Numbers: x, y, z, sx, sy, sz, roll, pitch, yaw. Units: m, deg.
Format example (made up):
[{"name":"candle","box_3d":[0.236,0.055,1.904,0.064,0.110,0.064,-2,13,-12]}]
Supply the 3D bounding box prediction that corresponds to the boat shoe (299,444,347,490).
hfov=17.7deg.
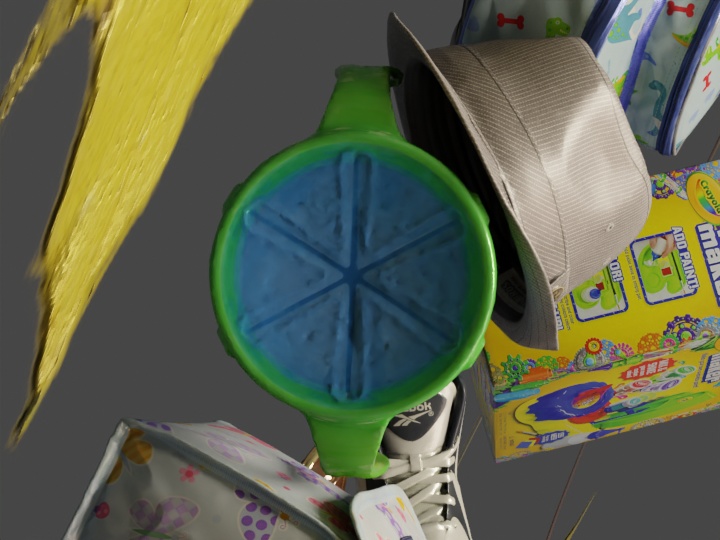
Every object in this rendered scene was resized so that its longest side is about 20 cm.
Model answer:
[{"name":"boat shoe","box_3d":[-0.033,0.191,1.516,0.072,0.067,0.201,-47,161,-44]}]

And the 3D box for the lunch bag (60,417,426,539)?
[{"name":"lunch bag","box_3d":[-0.033,0.158,1.162,0.128,0.199,0.170,-61,166,2]}]

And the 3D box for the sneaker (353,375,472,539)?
[{"name":"sneaker","box_3d":[0.033,0.129,1.495,0.200,0.079,0.130,-95,-179,-46]}]

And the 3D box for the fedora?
[{"name":"fedora","box_3d":[0.086,-0.056,1.164,0.090,0.177,0.200,-25,144,-8]}]

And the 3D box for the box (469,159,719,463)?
[{"name":"box","box_3d":[0.170,0.032,1.618,0.192,0.123,0.200,-14,160,0]}]

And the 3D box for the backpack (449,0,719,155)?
[{"name":"backpack","box_3d":[0.143,-0.151,1.291,0.200,0.147,0.183,-50,162,-33]}]

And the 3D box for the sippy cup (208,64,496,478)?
[{"name":"sippy cup","box_3d":[0.000,0.000,1.135,0.178,0.139,0.130,-53,179,5]}]
